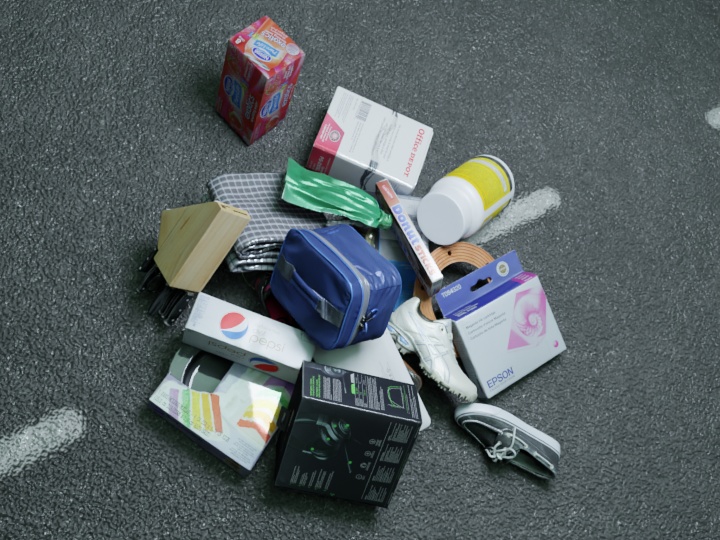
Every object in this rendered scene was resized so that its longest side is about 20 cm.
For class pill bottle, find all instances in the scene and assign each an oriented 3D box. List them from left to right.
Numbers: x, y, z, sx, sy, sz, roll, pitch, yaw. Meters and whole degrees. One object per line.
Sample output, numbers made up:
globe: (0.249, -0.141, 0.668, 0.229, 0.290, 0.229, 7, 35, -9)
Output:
pill bottle: (0.189, -0.126, 1.457, 0.114, 0.115, 0.199, 47, 41, 7)

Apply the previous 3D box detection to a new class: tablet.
tablet: (0.017, 0.187, 1.305, 0.129, 0.014, 0.202, -26, 92, -3)

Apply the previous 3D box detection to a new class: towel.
towel: (-0.146, -0.084, 1.340, 0.197, 0.086, 0.167, -6, 50, -34)

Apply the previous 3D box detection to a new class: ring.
ring: (0.176, 0.051, 1.428, 0.197, 0.019, 0.204, 2, 84, -25)

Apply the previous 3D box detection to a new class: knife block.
knife block: (-0.264, -0.006, 1.252, 0.064, 0.198, 0.179, 14, 75, -50)

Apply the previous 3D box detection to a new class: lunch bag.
lunch bag: (-0.042, 0.029, 1.235, 0.131, 0.138, 0.200, -8, 38, -42)

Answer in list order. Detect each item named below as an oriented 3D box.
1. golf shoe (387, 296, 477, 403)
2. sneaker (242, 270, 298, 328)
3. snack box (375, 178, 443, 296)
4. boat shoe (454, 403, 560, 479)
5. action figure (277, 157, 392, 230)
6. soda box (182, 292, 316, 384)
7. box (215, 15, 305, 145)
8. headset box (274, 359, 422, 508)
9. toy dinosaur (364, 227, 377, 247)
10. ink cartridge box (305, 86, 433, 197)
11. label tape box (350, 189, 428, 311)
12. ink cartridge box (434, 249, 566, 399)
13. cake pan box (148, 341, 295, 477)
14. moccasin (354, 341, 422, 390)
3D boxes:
golf shoe: (0.131, 0.129, 1.339, 0.200, 0.078, 0.097, 42, 91, 6)
sneaker: (-0.143, 0.027, 1.339, 0.076, 0.084, 0.202, -17, 71, -23)
snack box: (0.080, -0.056, 1.370, 0.024, 0.072, 0.202, -26, 71, -8)
boat shoe: (0.242, 0.289, 1.347, 0.197, 0.074, 0.069, 30, 47, -12)
action figure: (-0.037, -0.110, 1.337, 0.197, 0.055, 0.119, 20, 42, -13)
soda box: (-0.170, 0.107, 1.251, 0.197, 0.068, 0.064, 22, 61, -6)
box: (-0.180, -0.328, 1.419, 0.100, 0.200, 0.095, 45, 60, 7)
headset box: (-0.029, 0.247, 1.220, 0.197, 0.176, 0.093, 13, 27, -10)
toy dinosaur: (0.000, 0.000, 1.357, 0.087, 0.047, 0.204, 6, 75, -23)
ink cartridge box: (0.018, -0.227, 1.499, 0.197, 0.085, 0.147, 23, 63, -5)
label tape box: (0.048, -0.035, 1.436, 0.142, 0.063, 0.203, 6, 65, -13)
ink cartridge box: (0.249, 0.091, 1.422, 0.194, 0.043, 0.203, -27, 96, -25)
cake pan box: (-0.206, 0.187, 1.271, 0.199, 0.052, 0.185, 36, 60, 1)
moccasin: (0.019, 0.135, 1.350, 0.200, 0.078, 0.074, 36, 87, -4)
